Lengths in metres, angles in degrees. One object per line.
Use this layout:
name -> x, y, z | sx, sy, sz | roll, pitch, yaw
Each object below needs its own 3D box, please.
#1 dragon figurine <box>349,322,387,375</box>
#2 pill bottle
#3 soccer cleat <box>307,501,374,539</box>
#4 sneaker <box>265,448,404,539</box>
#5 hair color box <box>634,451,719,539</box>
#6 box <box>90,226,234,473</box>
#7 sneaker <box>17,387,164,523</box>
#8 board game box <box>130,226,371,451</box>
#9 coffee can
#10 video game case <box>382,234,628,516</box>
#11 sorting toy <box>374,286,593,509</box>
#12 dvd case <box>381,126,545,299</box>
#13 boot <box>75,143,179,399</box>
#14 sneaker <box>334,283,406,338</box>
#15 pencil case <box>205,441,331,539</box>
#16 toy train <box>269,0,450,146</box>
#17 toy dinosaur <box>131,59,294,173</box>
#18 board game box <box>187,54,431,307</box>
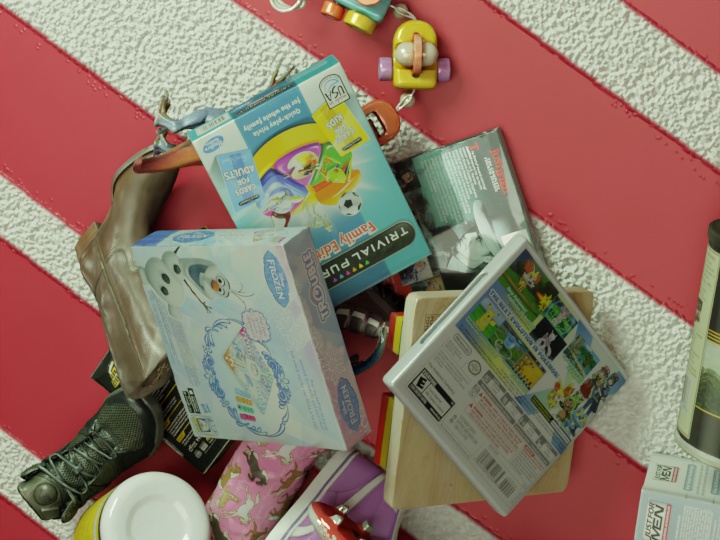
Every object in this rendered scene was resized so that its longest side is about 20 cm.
dragon figurine -> -0.055, 0.100, 1.514 | 0.099, 0.059, 0.200 | 16, 152, -24
pill bottle -> -0.231, 0.276, 1.619 | 0.112, 0.112, 0.200 | 52, 152, -1
soccer cleat -> 0.005, 0.312, 1.537 | 0.085, 0.069, 0.200 | -41, 94, 11
sneaker -> -0.033, 0.284, 1.587 | 0.114, 0.073, 0.201 | 38, 83, 11
hair color box -> 0.361, 0.232, 1.488 | 0.198, 0.099, 0.061 | 10, 107, 13
box -> -0.160, 0.083, 1.628 | 0.159, 0.049, 0.201 | 39, 110, 7
sneaker -> -0.277, 0.195, 1.626 | 0.076, 0.114, 0.199 | 49, 130, -2
board game box -> -0.101, 0.061, 1.443 | 0.198, 0.043, 0.202 | 1, 115, 42
coffee can -> 0.367, 0.067, 1.422 | 0.145, 0.146, 0.202 | 10, 106, 13
video game case -> 0.137, 0.099, 1.460 | 0.182, 0.022, 0.200 | -46, 120, -10
sorting toy -> 0.109, 0.110, 1.501 | 0.197, 0.069, 0.202 | -1, 105, -29
dvd case -> 0.066, -0.040, 1.548 | 0.198, 0.022, 0.147 | -18, 98, 20
boot -> -0.203, 0.003, 1.557 | 0.187, 0.064, 0.201 | -53, 46, 33
sneaker -> 0.000, 0.000, 1.531 | 0.198, 0.076, 0.117 | 15, 91, 1
pencil case -> -0.101, 0.224, 1.627 | 0.086, 0.083, 0.201 | 32, 109, 2
toy train -> 0.002, -0.201, 1.485 | 0.149, 0.056, 0.202 | -26, 94, -3
toy dinosaur -> -0.107, -0.106, 1.514 | 0.180, 0.201, 0.106 | 16, 133, 1
board game box -> -0.044, -0.070, 1.447 | 0.150, 0.047, 0.201 | -28, 109, -2
